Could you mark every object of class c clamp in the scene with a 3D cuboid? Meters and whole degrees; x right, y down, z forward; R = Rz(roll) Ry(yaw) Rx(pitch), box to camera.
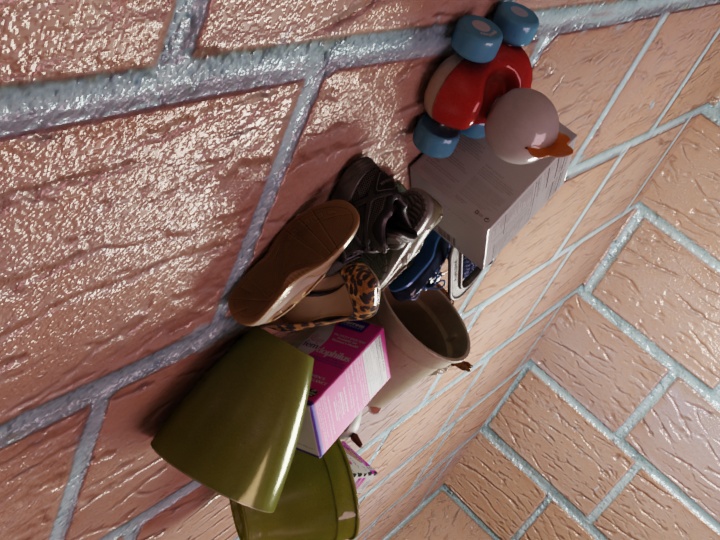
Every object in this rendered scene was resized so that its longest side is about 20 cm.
[{"bbox_3d":[0.197,-0.046,1.460,0.171,0.027,0.201,-43,150,-33],"label":"c clamp"}]

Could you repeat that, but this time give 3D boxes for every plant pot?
[{"bbox_3d":[-0.125,0.393,1.533,0.191,0.202,0.201,-11,145,-20],"label":"plant pot"},{"bbox_3d":[-0.149,0.183,1.173,0.202,0.186,0.187,-62,162,-7],"label":"plant pot"},{"bbox_3d":[0.051,0.125,1.480,0.184,0.201,0.200,-45,164,26],"label":"plant pot"}]

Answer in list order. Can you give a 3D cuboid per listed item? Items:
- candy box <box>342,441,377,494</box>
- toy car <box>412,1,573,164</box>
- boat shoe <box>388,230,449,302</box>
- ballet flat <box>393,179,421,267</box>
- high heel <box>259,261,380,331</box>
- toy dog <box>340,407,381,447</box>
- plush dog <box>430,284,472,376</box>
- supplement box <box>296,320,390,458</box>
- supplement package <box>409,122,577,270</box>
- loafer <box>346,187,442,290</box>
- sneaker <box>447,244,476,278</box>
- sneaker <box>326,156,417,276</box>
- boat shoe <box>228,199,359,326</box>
[{"bbox_3d":[-0.054,0.383,1.764,0.061,0.136,0.200,-51,161,2],"label":"candy box"},{"bbox_3d":[0.199,-0.206,1.140,0.176,0.200,0.185,-30,154,-42],"label":"toy car"},{"bbox_3d":[0.109,-0.002,1.415,0.200,0.083,0.069,-49,122,-47],"label":"boat shoe"},{"bbox_3d":[0.064,-0.063,1.296,0.074,0.074,0.201,-41,163,-21],"label":"ballet flat"},{"bbox_3d":[-0.056,0.043,1.124,0.141,0.072,0.200,-16,177,-18],"label":"high heel"},{"bbox_3d":[0.005,0.262,1.708,0.201,0.096,0.132,-54,162,-3],"label":"toy dog"},{"bbox_3d":[0.149,0.126,1.713,0.172,0.158,0.202,-61,167,-66],"label":"plush dog"},{"bbox_3d":[-0.050,0.168,1.327,0.200,0.100,0.104,-43,135,-43],"label":"supplement box"},{"bbox_3d":[0.196,-0.142,1.322,0.200,0.151,0.151,-45,161,-13],"label":"supplement package"},{"bbox_3d":[0.047,-0.026,1.208,0.069,0.076,0.200,3,138,-48],"label":"loafer"},{"bbox_3d":[0.174,-0.079,1.528,0.069,0.079,0.201,-2,137,-1],"label":"sneaker"},{"bbox_3d":[0.000,-0.037,1.151,0.076,0.114,0.200,-23,151,-49],"label":"sneaker"},{"bbox_3d":[-0.079,-0.008,1.102,0.200,0.074,0.069,-41,164,1],"label":"boat shoe"}]
